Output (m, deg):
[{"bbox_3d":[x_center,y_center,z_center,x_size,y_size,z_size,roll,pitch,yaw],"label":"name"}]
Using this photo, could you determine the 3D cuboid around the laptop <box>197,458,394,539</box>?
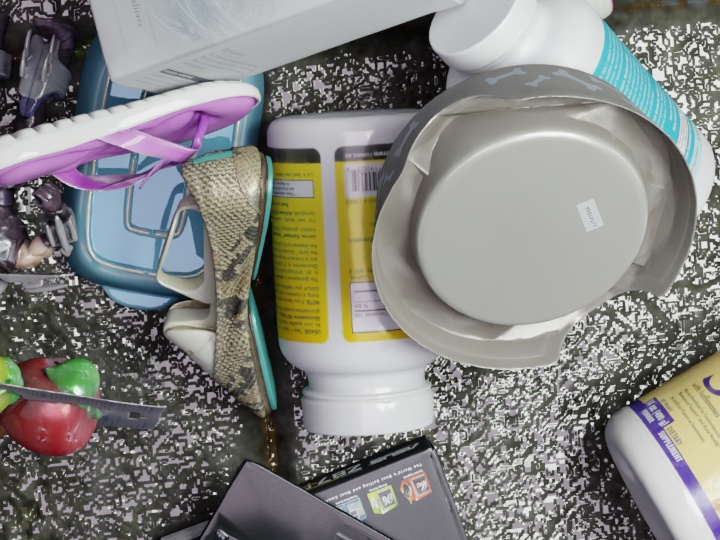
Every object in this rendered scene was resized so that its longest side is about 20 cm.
[{"bbox_3d":[-0.044,0.254,1.636,0.177,0.103,0.201,30,94,-8],"label":"laptop"}]

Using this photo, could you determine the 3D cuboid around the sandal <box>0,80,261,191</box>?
[{"bbox_3d":[-0.150,-0.070,1.594,0.202,0.082,0.050,-16,83,-28],"label":"sandal"}]

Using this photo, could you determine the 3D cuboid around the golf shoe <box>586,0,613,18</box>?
[{"bbox_3d":[0.070,-0.211,1.666,0.200,0.075,0.092,43,94,-7],"label":"golf shoe"}]

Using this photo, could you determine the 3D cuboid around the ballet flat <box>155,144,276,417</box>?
[{"bbox_3d":[-0.092,0.008,1.642,0.075,0.068,0.201,-4,126,-6],"label":"ballet flat"}]

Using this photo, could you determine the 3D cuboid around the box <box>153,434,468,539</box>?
[{"bbox_3d":[-0.019,0.219,1.710,0.199,0.049,0.162,-20,100,-2],"label":"box"}]

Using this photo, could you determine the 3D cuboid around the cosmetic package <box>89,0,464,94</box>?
[{"bbox_3d":[-0.067,-0.232,1.572,0.199,0.123,0.201,-18,82,17],"label":"cosmetic package"}]

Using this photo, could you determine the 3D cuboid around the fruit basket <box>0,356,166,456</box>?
[{"bbox_3d":[-0.222,0.072,1.611,0.199,0.185,0.094,3,82,-6],"label":"fruit basket"}]

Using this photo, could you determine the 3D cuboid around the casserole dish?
[{"bbox_3d":[-0.127,-0.072,1.677,0.120,0.039,0.201,9,94,-7],"label":"casserole dish"}]

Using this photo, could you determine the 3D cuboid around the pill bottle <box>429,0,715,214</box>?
[{"bbox_3d":[0.128,-0.101,1.629,0.111,0.111,0.200,-46,124,0],"label":"pill bottle"}]

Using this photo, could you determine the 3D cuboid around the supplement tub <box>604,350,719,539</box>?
[{"bbox_3d":[0.275,0.111,1.680,0.199,0.145,0.146,-31,98,-2],"label":"supplement tub"}]

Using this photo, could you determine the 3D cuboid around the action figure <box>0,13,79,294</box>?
[{"bbox_3d":[-0.235,-0.063,1.647,0.129,0.069,0.201,7,89,7],"label":"action figure"}]

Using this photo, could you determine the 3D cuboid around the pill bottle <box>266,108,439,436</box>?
[{"bbox_3d":[0.000,0.000,1.658,0.112,0.112,0.201,-3,96,-5],"label":"pill bottle"}]

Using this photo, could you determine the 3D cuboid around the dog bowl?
[{"bbox_3d":[0.100,-0.036,1.564,0.199,0.059,0.201,-6,128,-8],"label":"dog bowl"}]
